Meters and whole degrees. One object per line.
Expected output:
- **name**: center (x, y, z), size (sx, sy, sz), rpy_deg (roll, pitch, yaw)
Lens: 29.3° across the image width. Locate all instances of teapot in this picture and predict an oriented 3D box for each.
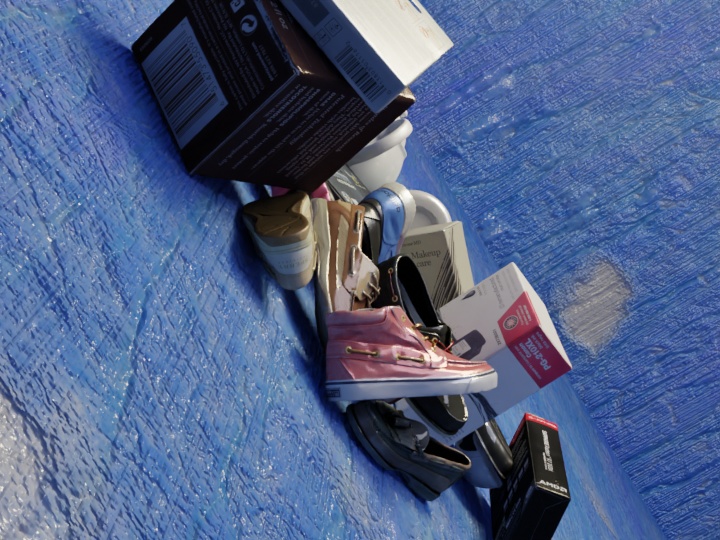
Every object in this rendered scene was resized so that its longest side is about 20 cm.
- **teapot**: center (0.001, -0.189, 1.923), size (0.200, 0.146, 0.197), rpy_deg (60, 2, 29)

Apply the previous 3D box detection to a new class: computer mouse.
- **computer mouse**: center (0.141, 0.230, 1.770), size (0.110, 0.044, 0.200), rpy_deg (62, 4, -10)

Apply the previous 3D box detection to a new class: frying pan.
- **frying pan**: center (0.171, 0.220, 1.729), size (0.190, 0.031, 0.115), rpy_deg (51, 12, -55)

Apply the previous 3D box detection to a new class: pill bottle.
- **pill bottle**: center (0.059, -0.051, 1.911), size (0.111, 0.111, 0.200), rpy_deg (59, -7, -3)

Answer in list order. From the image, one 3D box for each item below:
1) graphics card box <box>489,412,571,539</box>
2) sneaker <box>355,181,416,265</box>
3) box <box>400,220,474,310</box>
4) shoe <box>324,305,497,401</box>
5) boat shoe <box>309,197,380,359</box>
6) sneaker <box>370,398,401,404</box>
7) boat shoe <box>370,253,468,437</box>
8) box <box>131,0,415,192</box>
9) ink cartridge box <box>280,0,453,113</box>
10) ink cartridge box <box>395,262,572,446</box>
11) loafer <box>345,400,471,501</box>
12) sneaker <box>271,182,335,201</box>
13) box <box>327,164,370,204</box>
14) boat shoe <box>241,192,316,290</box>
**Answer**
- **graphics card box**: center (0.205, 0.274, 1.686), size (0.051, 0.126, 0.200), rpy_deg (22, 18, -3)
- **sneaker**: center (-0.001, -0.001, 1.603), size (0.077, 0.201, 0.111), rpy_deg (36, 44, 26)
- **box**: center (0.104, 0.044, 1.763), size (0.068, 0.082, 0.201), rpy_deg (-27, 105, -63)
- **shoe**: center (0.053, 0.080, 1.378), size (0.071, 0.199, 0.091), rpy_deg (-9, -97, 58)
- **boat shoe**: center (-0.013, 0.010, 1.434), size (0.076, 0.071, 0.201), rpy_deg (99, -14, -64)
- **sneaker**: center (0.017, 0.064, 1.542), size (0.116, 0.078, 0.200), rpy_deg (58, 9, -16)
- **boat shoe**: center (0.064, 0.079, 1.466), size (0.074, 0.063, 0.202), rpy_deg (-3, 65, -57)
- **box**: center (-0.088, -0.198, 1.389), size (0.200, 0.164, 0.166), rpy_deg (3, 54, -53)
- **ink cartridge box**: center (0.006, -0.253, 1.372), size (0.160, 0.047, 0.200), rpy_deg (49, 26, -4)
- **ink cartridge box**: center (0.134, 0.105, 1.643), size (0.084, 0.200, 0.145), rpy_deg (50, 13, -29)
- **loafer**: center (0.052, 0.175, 1.426), size (0.200, 0.063, 0.072), rpy_deg (47, 16, -51)
- **sneaker**: center (-0.067, -0.094, 1.568), size (0.095, 0.079, 0.201), rpy_deg (28, 34, -61)
- **box**: center (-0.037, -0.099, 1.718), size (0.158, 0.051, 0.200), rpy_deg (50, 11, 16)
- **boat shoe**: center (-0.078, -0.033, 1.399), size (0.200, 0.072, 0.065), rpy_deg (-117, -165, -72)
